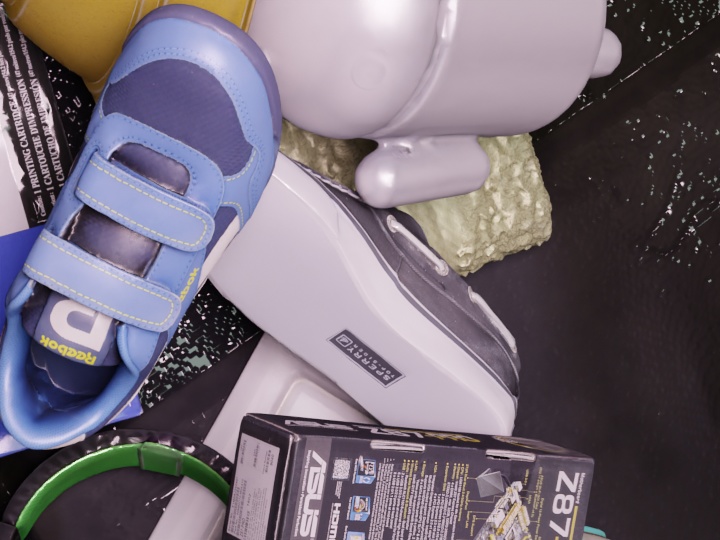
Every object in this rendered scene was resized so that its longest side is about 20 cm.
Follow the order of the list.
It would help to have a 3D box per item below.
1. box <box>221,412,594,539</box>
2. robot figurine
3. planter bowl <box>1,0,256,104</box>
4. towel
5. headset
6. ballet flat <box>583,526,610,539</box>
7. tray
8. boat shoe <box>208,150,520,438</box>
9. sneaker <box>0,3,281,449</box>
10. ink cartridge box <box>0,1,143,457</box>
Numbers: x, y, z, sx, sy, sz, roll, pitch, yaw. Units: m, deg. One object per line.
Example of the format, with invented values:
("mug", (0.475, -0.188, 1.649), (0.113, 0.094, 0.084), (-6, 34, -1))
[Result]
("box", (0.011, 0.166, 0.911), (0.160, 0.049, 0.202), (7, 94, -33))
("robot figurine", (0.025, -0.113, 0.935), (0.199, 0.112, 0.171), (-3, 90, -42))
("planter bowl", (-0.101, -0.148, 0.895), (0.083, 0.200, 0.202), (8, 84, -21))
("towel", (0.002, -0.084, 1.020), (0.147, 0.036, 0.201), (-23, 94, -21))
("headset", (-0.104, 0.158, 0.918), (0.122, 0.094, 0.202), (10, 66, 2))
("ballet flat", (0.043, 0.133, 0.984), (0.199, 0.067, 0.064), (19, 60, -34))
("tray", (-0.042, 0.134, 0.997), (0.107, 0.022, 0.201), (33, 76, -15))
("boat shoe", (0.000, 0.000, 0.958), (0.200, 0.072, 0.068), (42, 43, -21))
("sneaker", (-0.089, -0.009, 0.849), (0.074, 0.201, 0.082), (27, 34, 2))
("ink cartridge box", (-0.167, -0.022, 0.946), (0.093, 0.044, 0.202), (-16, 92, -21))
